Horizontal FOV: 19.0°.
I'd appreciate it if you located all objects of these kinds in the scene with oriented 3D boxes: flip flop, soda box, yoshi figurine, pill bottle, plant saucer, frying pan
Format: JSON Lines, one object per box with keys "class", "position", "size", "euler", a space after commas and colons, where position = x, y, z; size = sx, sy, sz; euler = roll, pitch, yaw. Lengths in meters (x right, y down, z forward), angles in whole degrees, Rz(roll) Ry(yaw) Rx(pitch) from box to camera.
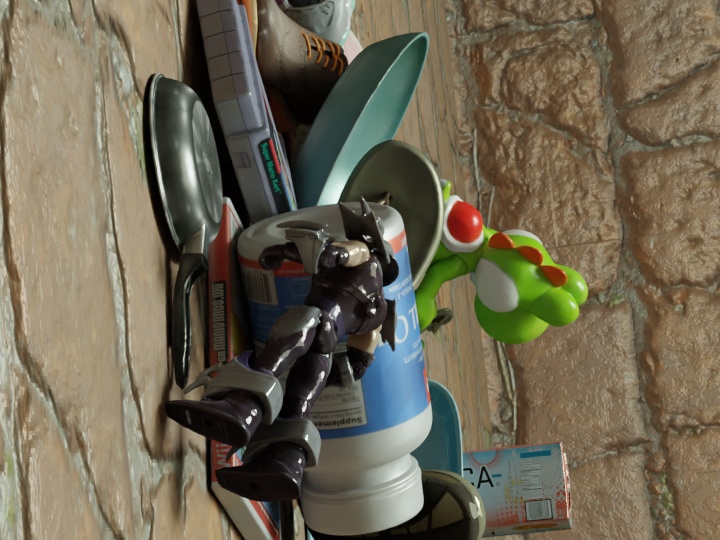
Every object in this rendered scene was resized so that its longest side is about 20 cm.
{"class": "flip flop", "position": [0.000, 0.000, 1.536], "size": [0.201, 0.081, 0.058], "euler": [-61, 178, -14]}
{"class": "soda box", "position": [0.067, 0.180, 1.705], "size": [0.068, 0.198, 0.064], "euler": [64, 21, -74]}
{"class": "yoshi figurine", "position": [0.073, -0.003, 1.641], "size": [0.113, 0.199, 0.112], "euler": [-62, 173, 6]}
{"class": "pill bottle", "position": [-0.012, 0.065, 1.412], "size": [0.112, 0.111, 0.201], "euler": [-71, 153, -73]}
{"class": "flip flop", "position": [0.022, 0.163, 1.522], "size": [0.057, 0.199, 0.082], "euler": [-27, 103, -39]}
{"class": "plant saucer", "position": [-0.010, -0.099, 1.635], "size": [0.201, 0.036, 0.200], "euler": [-59, 172, -14]}
{"class": "frying pan", "position": [-0.105, -0.037, 1.273], "size": [0.191, 0.031, 0.115], "euler": [-93, 171, -47]}

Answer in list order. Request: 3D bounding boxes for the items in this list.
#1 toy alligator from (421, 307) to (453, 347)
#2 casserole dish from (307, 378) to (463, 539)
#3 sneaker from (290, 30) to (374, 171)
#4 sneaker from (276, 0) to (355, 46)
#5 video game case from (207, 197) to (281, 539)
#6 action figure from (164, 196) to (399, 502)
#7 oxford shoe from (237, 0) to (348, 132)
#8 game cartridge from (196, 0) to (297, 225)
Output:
{"class": "toy alligator", "position": [0.017, 0.077, 1.617], "size": [0.199, 0.059, 0.054], "euler": [-21, 68, -44]}
{"class": "casserole dish", "position": [0.019, 0.173, 1.653], "size": [0.039, 0.120, 0.202], "euler": [78, 10, -75]}
{"class": "sneaker", "position": [-0.020, -0.121, 1.786], "size": [0.105, 0.075, 0.202], "euler": [-17, 96, -77]}
{"class": "sneaker", "position": [-0.062, -0.251, 1.629], "size": [0.140, 0.077, 0.201], "euler": [-64, 137, -73]}
{"class": "video game case", "position": [-0.076, 0.073, 1.412], "size": [0.143, 0.017, 0.201], "euler": [69, 16, -62]}
{"class": "action figure", "position": [-0.031, 0.039, 1.275], "size": [0.200, 0.069, 0.131], "euler": [-55, 137, -40]}
{"class": "oxford shoe", "position": [-0.049, -0.166, 1.621], "size": [0.200, 0.072, 0.072], "euler": [58, 26, -73]}
{"class": "game cartridge", "position": [-0.071, -0.088, 1.472], "size": [0.201, 0.038, 0.130], "euler": [75, -2, -48]}
